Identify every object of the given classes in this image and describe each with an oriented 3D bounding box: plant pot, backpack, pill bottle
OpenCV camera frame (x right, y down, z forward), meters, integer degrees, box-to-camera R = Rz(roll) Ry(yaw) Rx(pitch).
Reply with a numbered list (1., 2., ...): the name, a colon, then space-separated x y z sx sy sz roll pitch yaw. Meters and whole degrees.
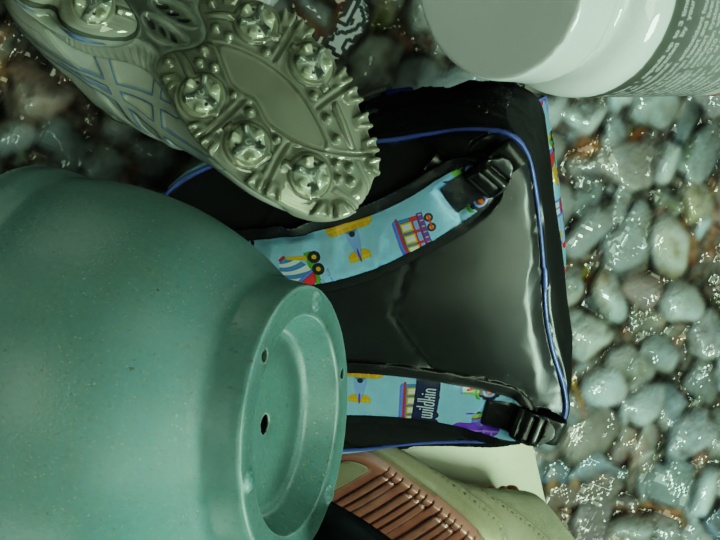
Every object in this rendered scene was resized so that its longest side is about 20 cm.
1. plant pot: -0.085 0.060 0.785 0.200 0.134 0.200 5 90 -70
2. backpack: 0.000 0.000 0.922 0.200 0.135 0.183 -6 115 12
3. pill bottle: 0.129 -0.142 0.905 0.200 0.114 0.114 -7 113 -48

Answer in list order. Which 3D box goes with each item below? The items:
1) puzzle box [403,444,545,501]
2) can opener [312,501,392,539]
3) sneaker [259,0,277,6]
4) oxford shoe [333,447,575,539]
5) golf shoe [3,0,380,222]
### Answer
1. puzzle box: 0.008 0.121 1.001 0.200 0.025 0.133 -20 105 -28
2. can opener: -0.023 0.125 0.854 0.063 0.200 0.079 37 77 -37
3. sneaker: -0.078 -0.215 0.837 0.114 0.075 0.200 -47 122 -4
4. oxford shoe: 0.059 0.143 0.993 0.200 0.074 0.071 41 133 -22
5. golf shoe: -0.079 -0.089 0.844 0.200 0.097 0.078 40 67 0
